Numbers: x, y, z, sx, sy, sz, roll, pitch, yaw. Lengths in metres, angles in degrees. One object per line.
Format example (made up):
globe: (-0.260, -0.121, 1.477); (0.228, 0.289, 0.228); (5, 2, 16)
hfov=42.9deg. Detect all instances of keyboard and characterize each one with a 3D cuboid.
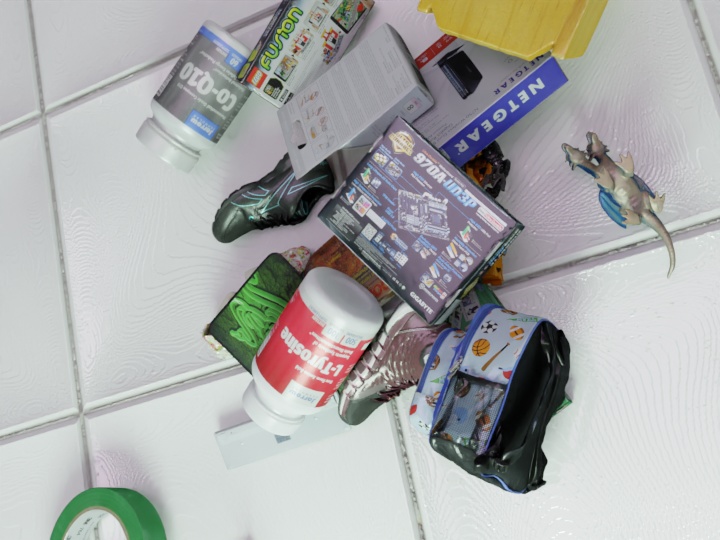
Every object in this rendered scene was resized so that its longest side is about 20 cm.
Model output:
keyboard: (-0.108, 0.218, 1.243); (0.198, 0.011, 0.057); (-21, 97, 20)

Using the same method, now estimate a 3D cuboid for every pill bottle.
pill bottle: (-0.066, 0.105, 1.149); (0.112, 0.112, 0.201); (43, 113, 23)
pill bottle: (-0.233, -0.250, 1.333); (0.114, 0.114, 0.201); (38, 96, 24)

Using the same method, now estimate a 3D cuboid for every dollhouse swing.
dollhouse swing: (0.212, -0.337, 1.133); (0.199, 0.176, 0.183); (25, 94, 25)

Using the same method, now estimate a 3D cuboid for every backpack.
backpack: (0.156, 0.138, 1.040); (0.153, 0.200, 0.192); (24, 80, 28)

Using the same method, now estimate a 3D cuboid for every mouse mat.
mouse mat: (-0.092, 0.095, 1.219); (0.200, 0.008, 0.161); (45, 112, 4)

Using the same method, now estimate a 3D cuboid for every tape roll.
tape roll: (-0.357, 0.407, 1.283); (0.199, 0.048, 0.203); (-9, 73, 30)

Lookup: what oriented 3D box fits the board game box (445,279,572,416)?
board game box: (0.152, 0.121, 1.150); (0.134, 0.029, 0.201); (-38, 69, 13)

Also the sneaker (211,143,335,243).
sneaker: (-0.123, -0.093, 1.281); (0.199, 0.075, 0.080); (-37, 71, 13)

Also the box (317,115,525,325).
box: (0.069, -0.059, 1.090); (0.200, 0.046, 0.159); (43, 103, 15)

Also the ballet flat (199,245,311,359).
ballet flat: (-0.147, 0.038, 1.264); (0.201, 0.064, 0.076); (-51, 30, 7)

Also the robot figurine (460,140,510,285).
robot figurine: (0.128, -0.075, 1.167); (0.144, 0.058, 0.202); (-10, 66, 28)

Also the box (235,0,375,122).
box: (-0.077, -0.323, 1.286); (0.201, 0.110, 0.035); (-58, 28, 3)

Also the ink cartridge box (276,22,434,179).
ink cartridge box: (-0.011, -0.217, 1.216); (0.200, 0.057, 0.163); (-39, 42, 20)

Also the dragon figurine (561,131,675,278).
dragon figurine: (0.321, -0.088, 1.101); (0.059, 0.099, 0.200); (-40, 87, 9)

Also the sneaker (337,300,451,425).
sneaker: (0.055, 0.140, 1.138); (0.115, 0.075, 0.201); (41, 114, 25)

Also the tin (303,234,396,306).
tin: (0.000, 0.000, 1.196); (0.200, 0.042, 0.113); (-39, 64, 37)

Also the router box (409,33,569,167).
router box: (0.139, -0.238, 1.171); (0.199, 0.049, 0.180); (-38, 42, 12)
